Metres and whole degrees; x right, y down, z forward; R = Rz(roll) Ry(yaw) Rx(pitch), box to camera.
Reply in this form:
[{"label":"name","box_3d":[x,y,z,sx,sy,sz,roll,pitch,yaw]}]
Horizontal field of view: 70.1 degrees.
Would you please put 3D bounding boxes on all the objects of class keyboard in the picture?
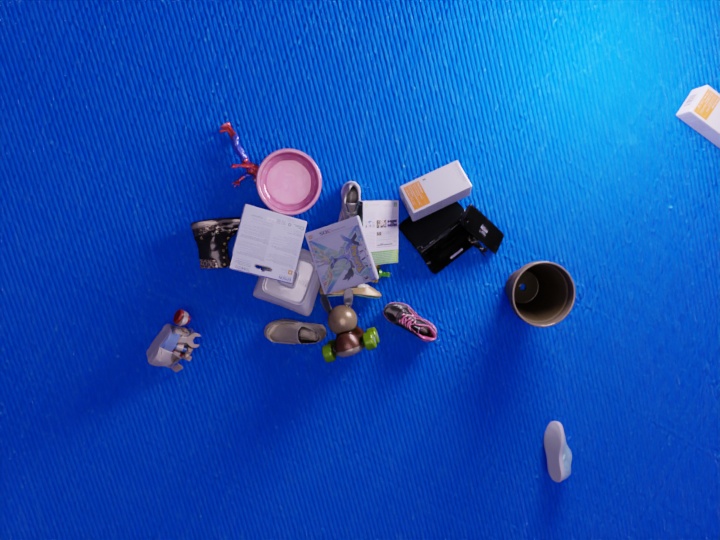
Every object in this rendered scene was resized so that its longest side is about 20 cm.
[{"label":"keyboard","box_3d":[0.374,-0.120,1.627,0.200,0.040,0.104,34,78,-33]}]

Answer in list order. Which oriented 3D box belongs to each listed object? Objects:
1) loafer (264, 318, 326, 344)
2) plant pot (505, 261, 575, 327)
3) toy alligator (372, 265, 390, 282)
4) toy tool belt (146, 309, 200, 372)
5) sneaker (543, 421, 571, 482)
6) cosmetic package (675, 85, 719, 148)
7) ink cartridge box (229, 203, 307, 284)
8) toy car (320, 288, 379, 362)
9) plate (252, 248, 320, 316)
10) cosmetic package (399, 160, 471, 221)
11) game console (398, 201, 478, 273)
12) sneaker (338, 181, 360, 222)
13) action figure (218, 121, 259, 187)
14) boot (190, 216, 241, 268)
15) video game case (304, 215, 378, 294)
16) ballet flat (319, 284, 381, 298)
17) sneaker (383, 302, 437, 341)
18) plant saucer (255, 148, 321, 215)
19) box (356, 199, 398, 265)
[{"label":"loafer","box_3d":[-0.208,0.197,1.632,0.199,0.068,0.076,0,96,-4]},{"label":"plant pot","box_3d":[0.545,0.064,1.619,0.199,0.174,0.201,0,96,-3]},{"label":"toy alligator","box_3d":[0.000,0.000,1.633,0.199,0.054,0.060,11,95,-5]},{"label":"toy tool belt","box_3d":[-0.564,0.223,1.600,0.123,0.125,0.200,33,97,-38]},{"label":"sneaker","box_3d":[0.680,0.610,1.750,0.082,0.074,0.201,-1,92,-34]},{"label":"cosmetic package","box_3d":[1.141,-0.492,1.654,0.200,0.071,0.102,32,93,-7]},{"label":"ink cartridge box","box_3d":[-0.280,-0.078,1.553,0.196,0.043,0.201,15,85,-18]},{"label":"toy car","box_3d":[-0.051,0.162,1.603,0.164,0.158,0.201,-18,90,8]},{"label":"plate","box_3d":[-0.222,0.022,1.618,0.199,0.032,0.200,20,93,3]},{"label":"cosmetic package","box_3d":[0.231,-0.246,1.592,0.199,0.071,0.102,-26,73,-2]},{"label":"game console","box_3d":[0.258,-0.123,1.657,0.200,0.116,0.176,-38,127,1]},{"label":"sneaker","box_3d":[-0.033,-0.178,1.593,0.075,0.092,0.201,-2,97,-4]},{"label":"action figure","box_3d":[-0.382,-0.337,1.562,0.099,0.065,0.200,-38,97,-17]},{"label":"boot","box_3d":[-0.416,-0.087,1.586,0.199,0.073,0.151,-6,99,-7]},{"label":"video game case","box_3d":[-0.058,-0.044,1.560,0.182,0.022,0.201,-17,95,18]},{"label":"ballet flat","box_3d":[-0.030,0.055,1.632,0.199,0.069,0.063,3,89,-5]},{"label":"sneaker","box_3d":[0.165,0.168,1.644,0.199,0.095,0.079,29,95,-5]},{"label":"plant saucer","box_3d":[-0.221,-0.271,1.580,0.199,0.051,0.202,-1,95,-13]},{"label":"box","box_3d":[0.054,-0.117,1.595,0.144,0.036,0.201,-7,101,-35]}]
